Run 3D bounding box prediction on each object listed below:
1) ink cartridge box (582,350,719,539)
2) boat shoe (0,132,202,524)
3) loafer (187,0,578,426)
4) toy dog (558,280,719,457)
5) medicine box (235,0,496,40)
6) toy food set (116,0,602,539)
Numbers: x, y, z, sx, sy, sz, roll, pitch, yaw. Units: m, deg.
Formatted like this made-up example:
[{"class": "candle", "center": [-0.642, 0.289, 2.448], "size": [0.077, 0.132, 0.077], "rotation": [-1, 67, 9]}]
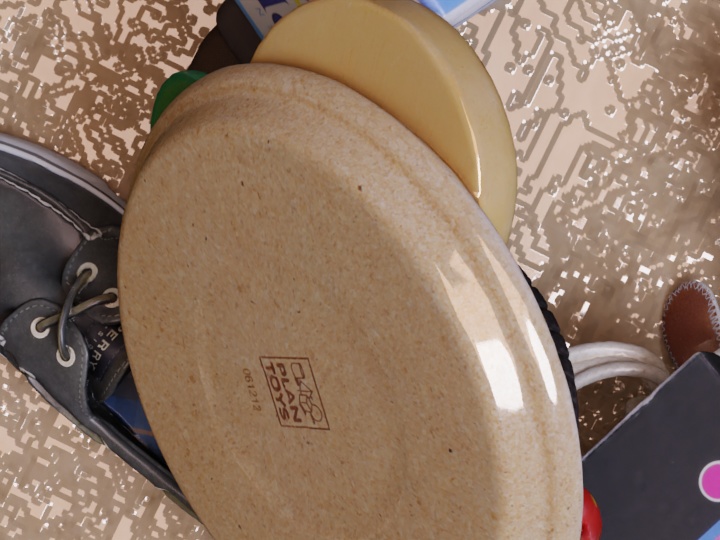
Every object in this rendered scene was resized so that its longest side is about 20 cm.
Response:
[{"class": "ink cartridge box", "center": [0.068, 0.127, 0.904], "size": [0.200, 0.037, 0.095], "rotation": [-45, 69, 13]}, {"class": "boat shoe", "center": [-0.078, 0.023, 0.957], "size": [0.200, 0.057, 0.069], "rotation": [40, 93, -3]}, {"class": "loafer", "center": [0.000, 0.000, 0.933], "size": [0.071, 0.073, 0.200], "rotation": [-44, 60, 22]}, {"class": "toy dog", "center": [0.151, 0.011, 0.956], "size": [0.132, 0.096, 0.200], "rotation": [37, 107, -6]}, {"class": "medicine box", "center": [0.023, -0.181, 0.884], "size": [0.200, 0.103, 0.182], "rotation": [-36, 94, -28]}, {"class": "toy food set", "center": [-0.004, 0.026, 0.846], "size": [0.049, 0.198, 0.200], "rotation": [-26, 90, -36]}]
